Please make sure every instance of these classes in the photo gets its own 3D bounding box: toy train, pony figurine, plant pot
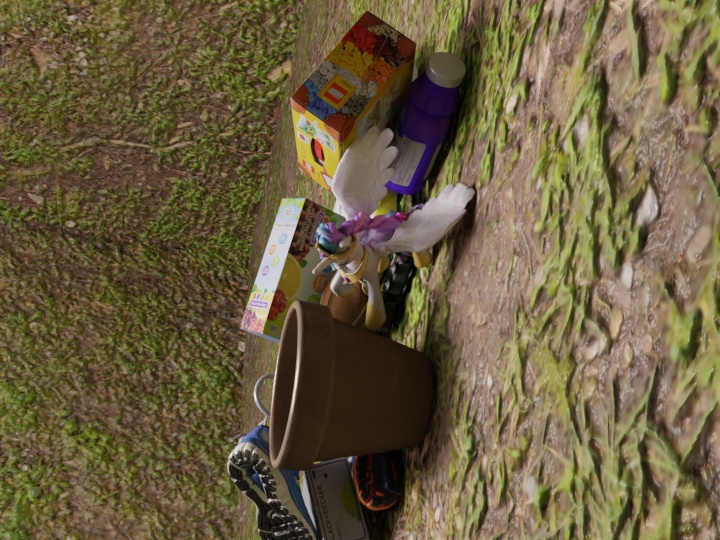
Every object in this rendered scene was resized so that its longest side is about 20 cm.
[{"bbox_3d":[0.051,0.005,1.300,0.046,0.034,0.201,-92,15,-54],"label":"toy train"},{"bbox_3d":[0.026,-0.041,1.117,0.193,0.166,0.200,-51,-26,-10],"label":"pony figurine"},{"bbox_3d":[-0.009,0.143,1.148,0.200,0.174,0.201,-173,90,-79],"label":"plant pot"}]

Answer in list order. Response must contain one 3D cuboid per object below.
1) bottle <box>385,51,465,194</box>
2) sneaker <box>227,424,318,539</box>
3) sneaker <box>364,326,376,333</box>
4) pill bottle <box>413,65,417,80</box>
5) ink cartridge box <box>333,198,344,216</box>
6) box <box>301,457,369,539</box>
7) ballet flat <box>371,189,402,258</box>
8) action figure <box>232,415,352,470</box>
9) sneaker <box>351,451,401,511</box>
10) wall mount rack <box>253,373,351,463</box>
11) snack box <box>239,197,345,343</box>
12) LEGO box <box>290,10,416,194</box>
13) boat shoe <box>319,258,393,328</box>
[{"bbox_3d":[0.078,-0.184,1.201,0.200,0.065,0.084,112,170,-52],"label":"bottle"},{"bbox_3d":[-0.097,0.283,1.231,0.089,0.078,0.201,-60,-44,-54],"label":"sneaker"},{"bbox_3d":[-0.002,0.078,1.468,0.088,0.075,0.201,-179,91,-66],"label":"sneaker"},{"bbox_3d":[0.021,-0.252,1.418,0.200,0.112,0.113,136,140,-71],"label":"pill bottle"},{"bbox_3d":[-0.004,-0.078,1.543,0.200,0.066,0.116,109,163,-44],"label":"ink cartridge box"},{"bbox_3d":[-0.039,0.338,1.316,0.200,0.060,0.117,101,155,-65],"label":"box"},{"bbox_3d":[0.027,-0.090,1.300,0.200,0.067,0.067,-76,4,-47],"label":"ballet flat"},{"bbox_3d":[-0.088,0.259,1.398,0.130,0.199,0.070,111,163,-46],"label":"action figure"},{"bbox_3d":[0.013,0.221,1.256,0.079,0.075,0.201,107,168,-59],"label":"sneaker"},{"bbox_3d":[-0.041,0.164,1.325,0.075,0.199,0.174,-35,37,48],"label":"wall mount rack"},{"bbox_3d":[-0.063,0.018,1.381,0.068,0.168,0.201,7,75,52],"label":"snack box"},{"bbox_3d":[-0.008,-0.199,1.191,0.149,0.077,0.200,-51,-11,-15],"label":"LEGO box"},{"bbox_3d":[0.000,0.000,1.319,0.074,0.075,0.201,106,-173,-60],"label":"boat shoe"}]
